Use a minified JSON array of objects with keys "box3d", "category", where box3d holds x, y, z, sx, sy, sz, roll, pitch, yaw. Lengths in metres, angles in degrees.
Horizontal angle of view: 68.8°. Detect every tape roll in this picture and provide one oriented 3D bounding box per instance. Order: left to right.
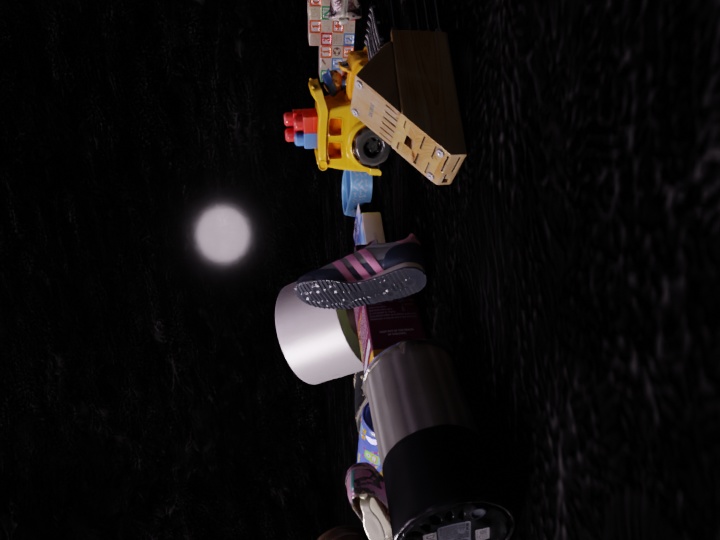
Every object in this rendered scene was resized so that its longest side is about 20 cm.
[{"box3d":[-0.060,0.105,1.043,0.204,0.135,0.208,51,-151,-43],"category":"tape roll"}]

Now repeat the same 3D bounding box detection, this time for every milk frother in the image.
[{"box3d":[0.026,0.203,0.540,0.191,0.192,0.186,-104,21,-53],"category":"milk frother"}]

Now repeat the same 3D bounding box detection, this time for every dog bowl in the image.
[{"box3d":[-0.011,-0.192,1.194,0.200,0.047,0.116,117,149,-72],"category":"dog bowl"}]

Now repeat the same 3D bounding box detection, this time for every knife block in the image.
[{"box3d":[0.076,-0.227,0.605,0.199,0.176,0.064,40,162,7],"category":"knife block"}]

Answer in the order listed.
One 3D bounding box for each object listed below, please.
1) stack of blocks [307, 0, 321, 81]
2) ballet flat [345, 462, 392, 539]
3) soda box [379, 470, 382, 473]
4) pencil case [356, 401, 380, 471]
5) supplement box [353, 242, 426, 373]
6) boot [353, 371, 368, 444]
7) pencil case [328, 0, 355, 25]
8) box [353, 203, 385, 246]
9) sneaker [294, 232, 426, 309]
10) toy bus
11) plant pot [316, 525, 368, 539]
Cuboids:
[{"box3d":[-0.072,-0.574,1.286,0.060,0.110,0.205,-103,13,-49],"category":"stack of blocks"},{"box3d":[0.039,0.341,0.674,0.203,0.068,0.071,58,-161,-13],"category":"ballet flat"},{"box3d":[0.062,0.342,0.810,0.202,0.061,0.070,102,162,-59],"category":"soda box"},{"box3d":[0.034,0.327,0.947,0.078,0.085,0.206,-40,-37,-45],"category":"pencil case"},{"box3d":[0.039,0.071,0.808,0.112,0.082,0.205,97,167,-50],"category":"supplement box"},{"box3d":[0.020,0.243,1.044,0.208,0.070,0.157,96,171,-46],"category":"boot"},{"box3d":[-0.031,-0.630,1.102,0.090,0.075,0.207,-67,-19,-62],"category":"pencil case"},{"box3d":[0.022,-0.012,1.022,0.123,0.046,0.207,103,162,-61],"category":"box"},{"box3d":[0.000,0.000,0.749,0.071,0.192,0.084,65,-157,-47],"category":"sneaker"},{"box3d":[-0.041,-0.279,0.917,0.137,0.184,0.207,-104,16,-58],"category":"toy bus"},{"box3d":[-0.007,0.607,0.997,0.199,0.192,0.208,127,140,-65],"category":"plant pot"}]
